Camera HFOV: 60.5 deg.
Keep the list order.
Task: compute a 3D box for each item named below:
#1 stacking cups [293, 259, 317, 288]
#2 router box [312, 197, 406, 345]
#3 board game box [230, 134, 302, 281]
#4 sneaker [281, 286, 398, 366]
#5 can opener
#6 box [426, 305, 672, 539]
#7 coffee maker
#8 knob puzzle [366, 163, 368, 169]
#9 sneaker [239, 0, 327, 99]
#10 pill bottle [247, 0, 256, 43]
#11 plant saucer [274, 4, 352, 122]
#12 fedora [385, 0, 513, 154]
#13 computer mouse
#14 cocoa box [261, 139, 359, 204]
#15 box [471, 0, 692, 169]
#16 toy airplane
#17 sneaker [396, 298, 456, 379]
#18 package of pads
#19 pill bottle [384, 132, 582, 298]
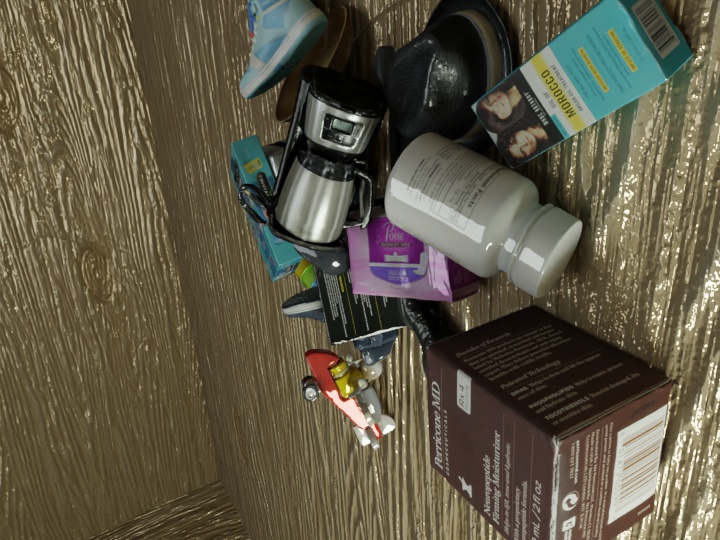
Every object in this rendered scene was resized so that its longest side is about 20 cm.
[{"bbox_3d":[-0.073,0.045,1.250,0.201,0.059,0.062,51,146,40],"label":"stacking cups"},{"bbox_3d":[0.000,0.000,0.969,0.051,0.145,0.206,-127,25,-81],"label":"router box"},{"bbox_3d":[-0.156,-0.096,1.012,0.151,0.046,0.205,142,107,-74],"label":"board game box"},{"bbox_3d":[-0.030,0.098,1.065,0.077,0.197,0.150,-71,-30,-70],"label":"sneaker"},{"bbox_3d":[0.047,-0.202,0.854,0.053,0.065,0.206,18,114,60],"label":"can opener"},{"bbox_3d":[0.191,0.168,0.662,0.199,0.161,0.170,31,132,55],"label":"box"},{"bbox_3d":[-0.056,-0.160,0.825,0.193,0.132,0.204,51,130,44],"label":"coffee maker"},{"bbox_3d":[-0.020,-0.221,1.022,0.222,0.030,0.222,91,155,-51],"label":"knob puzzle"},{"bbox_3d":[-0.151,-0.378,0.979,0.199,0.080,0.132,-35,95,33],"label":"sneaker"},{"bbox_3d":[-0.135,-0.484,1.018,0.112,0.110,0.205,42,139,47],"label":"pill bottle"},{"bbox_3d":[-0.068,-0.314,0.968,0.200,0.035,0.204,-42,34,36],"label":"plant saucer"},{"bbox_3d":[0.090,-0.219,0.726,0.200,0.090,0.205,42,141,48],"label":"fedora"},{"bbox_3d":[-0.098,-0.058,0.902,0.059,0.197,0.034,-54,7,24],"label":"computer mouse"},{"bbox_3d":[-0.097,-0.157,1.064,0.200,0.128,0.137,31,140,66],"label":"cocoa box"},{"bbox_3d":[0.191,-0.173,0.570,0.083,0.049,0.199,54,154,-4],"label":"box"},{"bbox_3d":[-0.002,0.229,1.157,0.199,0.142,0.199,40,177,36],"label":"toy airplane"},{"bbox_3d":[0.122,0.106,0.894,0.104,0.059,0.205,-14,97,66],"label":"sneaker"},{"bbox_3d":[0.066,-0.027,0.854,0.197,0.075,0.124,2,103,46],"label":"package of pads"},{"bbox_3d":[0.132,-0.060,0.674,0.198,0.113,0.116,34,136,28],"label":"pill bottle"}]
